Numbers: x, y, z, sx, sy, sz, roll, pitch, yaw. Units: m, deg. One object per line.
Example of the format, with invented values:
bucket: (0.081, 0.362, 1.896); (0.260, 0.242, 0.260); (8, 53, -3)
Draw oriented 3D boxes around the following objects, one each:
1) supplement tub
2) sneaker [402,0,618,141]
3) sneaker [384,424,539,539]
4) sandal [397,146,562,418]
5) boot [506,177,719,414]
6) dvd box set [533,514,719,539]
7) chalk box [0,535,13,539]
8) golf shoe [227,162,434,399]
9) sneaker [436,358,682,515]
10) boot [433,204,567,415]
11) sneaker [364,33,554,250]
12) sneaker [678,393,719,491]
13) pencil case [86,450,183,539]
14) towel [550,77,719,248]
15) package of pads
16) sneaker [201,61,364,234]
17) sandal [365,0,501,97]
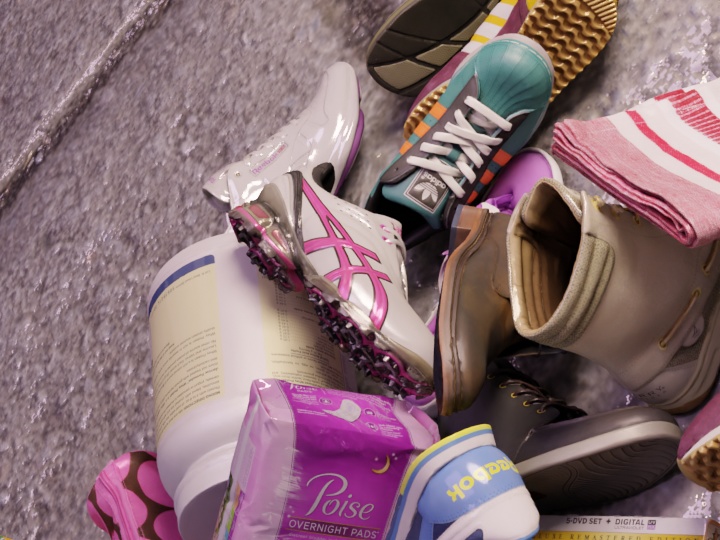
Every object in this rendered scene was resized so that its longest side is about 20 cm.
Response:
supplement tub: (-0.073, 0.089, 1.397); (0.145, 0.145, 0.200); (-35, 45, 30)
sneaker: (0.110, -0.152, 1.406); (0.200, 0.075, 0.090); (-38, 21, 33)
sneaker: (0.058, 0.183, 1.196); (0.082, 0.074, 0.200); (47, 147, 30)
sandal: (0.078, 0.004, 1.352); (0.082, 0.050, 0.203); (15, 78, 50)
boot: (0.162, -0.031, 1.192); (0.072, 0.154, 0.201); (-5, 67, 47)
dvd box set: (0.137, 0.242, 1.158); (0.146, 0.029, 0.201); (-5, 65, 47)
chalk box: (-0.261, 0.277, 1.449); (0.124, 0.200, 0.124); (-53, 39, 11)
golf shoe: (0.000, 0.000, 1.321); (0.092, 0.073, 0.200); (-37, 60, -13)
sneaker: (0.112, 0.091, 1.240); (0.200, 0.075, 0.107); (-23, 55, 40)
boot: (0.097, 0.023, 1.238); (0.200, 0.097, 0.075); (-77, -8, -55)
sneaker: (0.063, -0.074, 1.365); (0.200, 0.071, 0.080); (-52, 6, 40)
sneaker: (0.258, 0.046, 1.103); (0.200, 0.075, 0.090); (-35, 37, 20)
pencil case: (-0.142, 0.217, 1.440); (0.091, 0.094, 0.200); (-50, 39, 15)
towel: (0.228, -0.076, 1.143); (0.144, 0.200, 0.023); (41, 143, 50)
package of pads: (-0.032, 0.176, 1.271); (0.076, 0.120, 0.201); (-125, 48, -66)
sneaker: (-0.060, -0.076, 1.509); (0.075, 0.099, 0.200); (128, 164, -73)
sandal: (0.085, -0.208, 1.466); (0.201, 0.080, 0.057); (-48, 22, 7)
